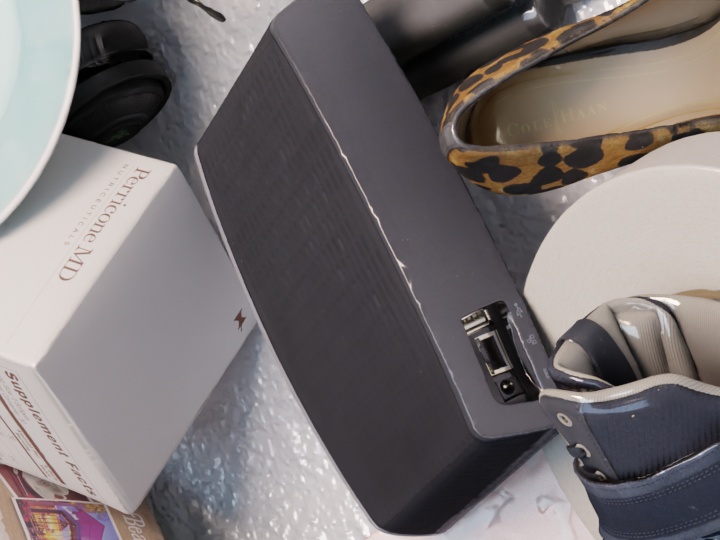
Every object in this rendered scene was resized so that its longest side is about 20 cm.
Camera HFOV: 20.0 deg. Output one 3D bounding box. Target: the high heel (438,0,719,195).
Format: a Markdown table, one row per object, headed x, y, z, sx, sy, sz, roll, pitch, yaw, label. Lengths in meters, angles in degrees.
| x | y | z | sx | sy | sz | roll | pitch | yaw | label |
| --- | --- | --- | --- | --- | --- | --- | --- | --- | --- |
| 0.126 | -0.082 | 0.722 | 0.199 | 0.142 | 0.072 | -28 | 83 | 35 | high heel |

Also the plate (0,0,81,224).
| x | y | z | sx | sy | sz | roll | pitch | yaw | label |
| --- | --- | --- | --- | --- | --- | --- | --- | --- | --- |
| -0.209 | -0.097 | 0.881 | 0.199 | 0.026 | 0.202 | 0 | 91 | 14 | plate |

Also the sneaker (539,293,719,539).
| x | y | z | sx | sy | sz | roll | pitch | yaw | label |
| --- | --- | --- | --- | --- | --- | --- | --- | --- | --- |
| 0.086 | 0.088 | 0.706 | 0.202 | 0.077 | 0.147 | -24 | 107 | 41 | sneaker |

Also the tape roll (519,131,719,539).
| x | y | z | sx | sy | sz | roll | pitch | yaw | label |
| --- | --- | --- | --- | --- | --- | --- | --- | --- | --- |
| 0.145 | 0.049 | 0.720 | 0.202 | 0.037 | 0.204 | 25 | 129 | 35 | tape roll |

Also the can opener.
| x | y | z | sx | sy | sz | roll | pitch | yaw | label |
| --- | --- | --- | --- | --- | --- | --- | --- | --- | --- |
| 0.055 | -0.125 | 0.829 | 0.199 | 0.053 | 0.067 | -24 | 54 | 36 | can opener |

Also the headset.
| x | y | z | sx | sy | sz | roll | pitch | yaw | label |
| --- | --- | --- | --- | --- | --- | --- | --- | --- | --- |
| -0.137 | -0.112 | 0.927 | 0.199 | 0.094 | 0.124 | -11 | 94 | 43 | headset |

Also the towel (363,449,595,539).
| x | y | z | sx | sy | sz | roll | pitch | yaw | label |
| --- | --- | --- | --- | --- | --- | --- | --- | --- | --- |
| 0.113 | 0.145 | 0.827 | 0.200 | 0.032 | 0.192 | -36 | 77 | 22 | towel |

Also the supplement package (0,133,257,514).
| x | y | z | sx | sy | sz | roll | pitch | yaw | label |
| --- | --- | --- | --- | --- | --- | --- | --- | --- | --- |
| -0.168 | 0.008 | 0.933 | 0.199 | 0.117 | 0.118 | 15 | 149 | 31 | supplement package |

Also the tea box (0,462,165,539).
| x | y | z | sx | sy | sz | roll | pitch | yaw | label |
| --- | --- | --- | --- | --- | --- | --- | --- | --- | --- |
| -0.166 | 0.205 | 0.938 | 0.200 | 0.133 | 0.198 | -131 | 52 | -59 | tea box |

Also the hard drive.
| x | y | z | sx | sy | sz | roll | pitch | yaw | label |
| --- | --- | --- | --- | --- | --- | --- | --- | --- | --- |
| 0.000 | 0.000 | 0.812 | 0.201 | 0.042 | 0.135 | 63 | 147 | 16 | hard drive |
